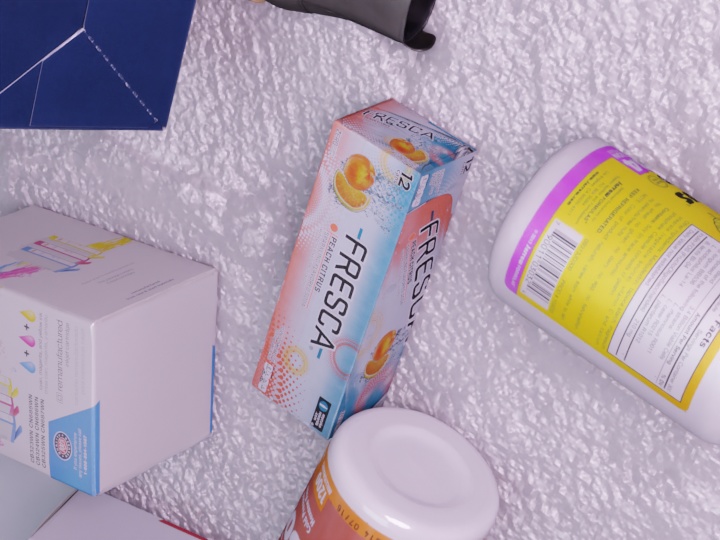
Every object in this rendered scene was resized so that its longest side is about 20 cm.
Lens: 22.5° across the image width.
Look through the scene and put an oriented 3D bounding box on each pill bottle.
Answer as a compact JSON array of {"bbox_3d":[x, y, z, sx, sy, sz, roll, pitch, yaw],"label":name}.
[{"bbox_3d":[0.172,0.021,0.950,0.200,0.104,0.105,36,124,22],"label":"pill bottle"},{"bbox_3d":[-0.001,0.191,1.138,0.112,0.112,0.200,40,125,19],"label":"pill bottle"}]

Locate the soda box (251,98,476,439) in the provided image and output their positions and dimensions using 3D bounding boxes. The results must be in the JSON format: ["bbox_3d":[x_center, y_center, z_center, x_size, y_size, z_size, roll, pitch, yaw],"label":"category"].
[{"bbox_3d":[0.000,0.000,1.100,0.068,0.063,0.201,34,124,23],"label":"soda box"}]

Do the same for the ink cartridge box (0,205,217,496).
[{"bbox_3d":[-0.213,0.047,1.238,0.199,0.125,0.129,17,116,31],"label":"ink cartridge box"}]

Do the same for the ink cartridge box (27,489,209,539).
[{"bbox_3d":[-0.171,0.278,1.299,0.145,0.083,0.201,21,119,13],"label":"ink cartridge box"}]

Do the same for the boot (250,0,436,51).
[{"bbox_3d":[-0.004,-0.232,1.022,0.138,0.077,0.201,23,131,23],"label":"boot"}]

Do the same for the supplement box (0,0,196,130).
[{"bbox_3d":[-0.190,-0.217,1.072,0.200,0.134,0.201,53,135,45],"label":"supplement box"}]

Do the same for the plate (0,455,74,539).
[{"bbox_3d":[-0.279,0.199,1.404,0.200,0.032,0.200,31,123,24],"label":"plate"}]
